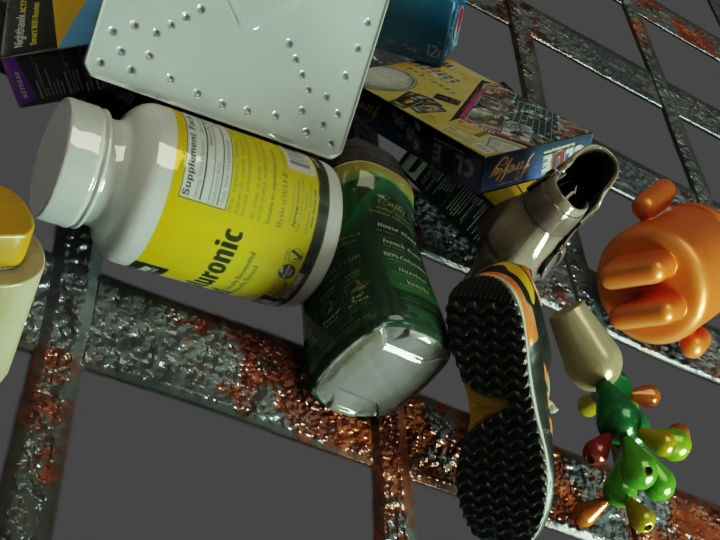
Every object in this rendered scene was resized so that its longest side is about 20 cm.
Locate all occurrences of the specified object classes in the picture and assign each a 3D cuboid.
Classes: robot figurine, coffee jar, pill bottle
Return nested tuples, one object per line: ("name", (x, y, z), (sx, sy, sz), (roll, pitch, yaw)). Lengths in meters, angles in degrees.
("robot figurine", (0.302, 0.002, 1.144), (0.144, 0.117, 0.199), (44, 36, 18))
("coffee jar", (0.000, 0.000, 0.880), (0.085, 0.104, 0.202), (23, 38, -33))
("pill bottle", (-0.120, -0.049, 0.819), (0.197, 0.112, 0.112), (17, 41, -28))

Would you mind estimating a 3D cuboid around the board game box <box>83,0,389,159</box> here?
("board game box", (-0.073, -0.202, 0.819), (0.197, 0.203, 0.026), (16, 4, -29))

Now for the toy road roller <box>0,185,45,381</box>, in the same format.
("toy road roller", (-0.283, -0.010, 0.627), (0.198, 0.124, 0.146), (1, 38, -40))

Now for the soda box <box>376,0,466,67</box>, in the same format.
("soda box", (0.000, -0.264, 1.139), (0.197, 0.069, 0.064), (18, 35, 10))

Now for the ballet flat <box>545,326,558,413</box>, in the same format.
("ballet flat", (0.124, 0.076, 0.941), (0.072, 0.073, 0.202), (27, 37, -16))

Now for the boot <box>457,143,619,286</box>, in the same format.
("boot", (0.152, -0.047, 0.953), (0.070, 0.146, 0.200), (40, 39, -1))

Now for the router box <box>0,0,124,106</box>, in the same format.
("router box", (-0.192, -0.217, 0.914), (0.146, 0.052, 0.202), (-10, 47, -2))

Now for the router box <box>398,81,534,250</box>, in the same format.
("router box", (0.140, -0.094, 1.151), (0.149, 0.051, 0.200), (45, 36, 5))

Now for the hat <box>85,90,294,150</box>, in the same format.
("hat", (-0.113, -0.124, 0.932), (0.198, 0.081, 0.203), (25, 39, -21))

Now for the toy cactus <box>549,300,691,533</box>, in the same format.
("toy cactus", (0.192, 0.107, 0.929), (0.167, 0.101, 0.200), (62, 23, -2))

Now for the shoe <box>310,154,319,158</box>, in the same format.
("shoe", (-0.057, -0.156, 1.049), (0.052, 0.070, 0.202), (-16, 56, -2))

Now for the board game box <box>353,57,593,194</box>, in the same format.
("board game box", (0.088, -0.134, 1.055), (0.134, 0.035, 0.199), (-15, 37, -35))

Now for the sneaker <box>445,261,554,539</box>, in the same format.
("sneaker", (0.110, 0.093, 0.833), (0.090, 0.069, 0.204), (-27, 114, -58))
